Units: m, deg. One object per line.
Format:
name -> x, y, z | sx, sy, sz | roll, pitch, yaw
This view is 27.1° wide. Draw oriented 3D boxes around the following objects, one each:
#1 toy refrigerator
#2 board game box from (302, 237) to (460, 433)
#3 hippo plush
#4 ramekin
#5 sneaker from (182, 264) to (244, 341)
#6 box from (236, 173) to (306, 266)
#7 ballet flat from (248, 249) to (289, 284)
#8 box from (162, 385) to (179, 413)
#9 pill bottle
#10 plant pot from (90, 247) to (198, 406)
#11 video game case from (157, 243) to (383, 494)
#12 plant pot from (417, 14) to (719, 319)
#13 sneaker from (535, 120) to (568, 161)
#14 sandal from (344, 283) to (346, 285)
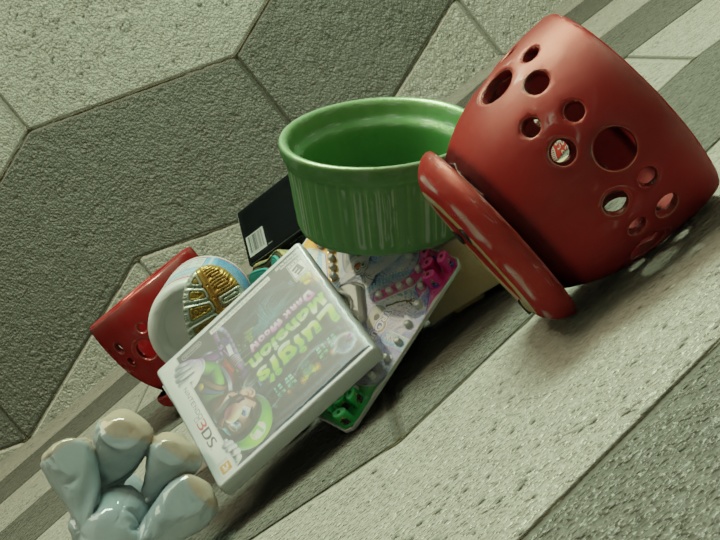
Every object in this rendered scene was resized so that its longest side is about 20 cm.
toy refrigerator -> 0.140, -0.027, 1.486 | 0.200, 0.070, 0.076 | -32, 7, 32
board game box -> -0.026, 0.040, 1.480 | 0.200, 0.026, 0.200 | 22, 73, 44
hippo plush -> -0.217, 0.247, 1.444 | 0.159, 0.200, 0.161 | -9, -22, -9
ramekin -> 0.022, -0.093, 1.477 | 0.199, 0.098, 0.200 | -4, 26, 2
sneaker -> -0.126, 0.086, 1.594 | 0.076, 0.200, 0.088 | -27, 4, 3
box -> -0.031, -0.077, 1.789 | 0.141, 0.079, 0.200 | 4, -27, -42
ballet flat -> -0.075, 0.004, 1.709 | 0.071, 0.071, 0.200 | -41, 9, -15
box -> -0.134, 0.130, 1.774 | 0.176, 0.097, 0.200 | -38, 9, -7
pill bottle -> -0.179, 0.043, 1.720 | 0.109, 0.109, 0.200 | -38, 8, 7
plant pot -> -0.283, 0.092, 2.291 | 0.200, 0.183, 0.200 | -39, 8, 7
video game case -> -0.093, 0.092, 1.455 | 0.200, 0.023, 0.182 | -42, 45, 5
plant pot -> 0.157, -0.078, 1.212 | 0.182, 0.200, 0.200 | -42, 8, 1
sneaker -> 0.229, -0.162, 1.672 | 0.201, 0.108, 0.067 | -33, 10, 40
sandal -> -0.041, 0.072, 1.593 | 0.200, 0.043, 0.076 | 111, -178, -51
